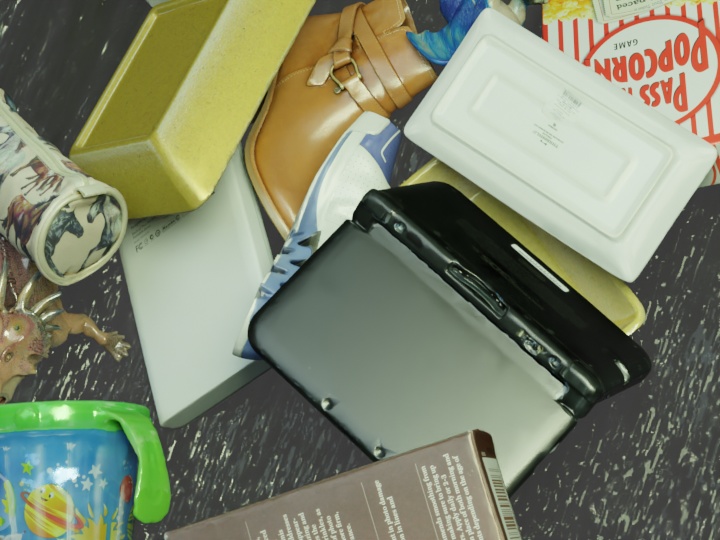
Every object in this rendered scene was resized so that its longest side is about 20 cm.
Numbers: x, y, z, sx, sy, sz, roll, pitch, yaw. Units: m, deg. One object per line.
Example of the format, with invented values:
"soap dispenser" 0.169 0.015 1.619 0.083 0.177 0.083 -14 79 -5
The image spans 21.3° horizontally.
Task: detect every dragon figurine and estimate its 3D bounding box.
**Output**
"dragon figurine" 0.075 -0.172 1.386 0.100 0.059 0.200 -62 37 12

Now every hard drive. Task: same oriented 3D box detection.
"hard drive" -0.122 -0.002 1.422 0.132 0.026 0.201 -34 60 32

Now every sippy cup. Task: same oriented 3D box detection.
"sippy cup" -0.216 0.166 1.369 0.138 0.178 0.132 0 79 -16

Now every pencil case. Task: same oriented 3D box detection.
"pencil case" -0.244 -0.067 1.391 0.077 0.090 0.200 -18 38 -32

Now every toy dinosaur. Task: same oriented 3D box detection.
"toy dinosaur" -0.255 0.010 1.432 0.085 0.136 0.201 -29 62 9

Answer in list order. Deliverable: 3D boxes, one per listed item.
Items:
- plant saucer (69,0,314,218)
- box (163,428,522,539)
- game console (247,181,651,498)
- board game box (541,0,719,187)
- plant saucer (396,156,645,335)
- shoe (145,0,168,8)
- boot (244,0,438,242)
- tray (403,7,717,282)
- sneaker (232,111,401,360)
"plant saucer" -0.136 -0.135 1.407 0.199 0.048 0.201 -4 55 56
"box" -0.005 0.173 1.126 0.199 0.075 0.101 -19 79 10
"game console" 0.060 0.050 1.233 0.200 0.176 0.117 42 113 17
"board game box" 0.205 -0.144 1.334 0.150 0.046 0.201 -12 53 17
"plant saucer" 0.073 0.029 1.346 0.200 0.048 0.200 -38 63 4
"shoe" -0.107 -0.296 1.529 0.200 0.072 0.091 -37 59 0
"boot" -0.011 -0.110 1.419 0.154 0.074 0.201 -22 67 8
"tray" 0.129 -0.088 1.276 0.199 0.022 0.108 35 91 23
"sneaker" 0.000 0.001 1.319 0.115 0.081 0.200 27 61 -2
